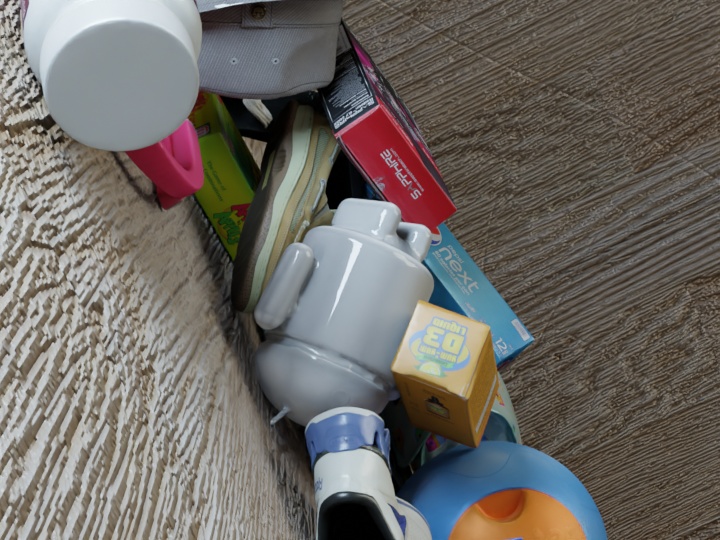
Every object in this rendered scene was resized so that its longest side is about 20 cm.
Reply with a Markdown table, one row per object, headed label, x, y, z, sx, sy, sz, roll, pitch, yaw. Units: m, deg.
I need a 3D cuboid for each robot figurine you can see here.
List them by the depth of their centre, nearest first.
| label | x | y | z | sx | sy | sz | roll | pitch | yaw |
| --- | --- | --- | --- | --- | --- | --- | --- | --- | --- |
| robot figurine | -0.013 | 0.043 | 1.377 | 0.169 | 0.200 | 0.113 | 33 | -16 | -36 |

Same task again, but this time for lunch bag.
| label | x | y | z | sx | sy | sz | roll | pitch | yaw |
| --- | --- | --- | --- | --- | --- | --- | --- | --- | --- |
| lunch bag | 0.079 | 0.122 | 1.644 | 0.200 | 0.122 | 0.171 | 67 | 3 | -50 |

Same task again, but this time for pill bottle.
| label | x | y | z | sx | sy | sz | roll | pitch | yaw |
| --- | --- | --- | --- | --- | --- | --- | --- | --- | --- |
| pill bottle | -0.164 | -0.172 | 1.124 | 0.200 | 0.114 | 0.114 | -108 | 171 | -50 |

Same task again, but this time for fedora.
| label | x | y | z | sx | sy | sz | roll | pitch | yaw |
| --- | --- | --- | --- | --- | --- | --- | --- | --- | --- |
| fedora | -0.086 | -0.188 | 1.415 | 0.177 | 0.199 | 0.091 | -162 | -112 | -65 |

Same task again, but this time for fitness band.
| label | x | y | z | sx | sy | sz | roll | pitch | yaw |
| --- | --- | --- | --- | --- | --- | --- | --- | --- | --- |
| fitness band | -0.168 | -0.130 | 1.315 | 0.200 | 0.037 | 0.144 | -108 | 171 | -59 |

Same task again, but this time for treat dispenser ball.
| label | x | y | z | sx | sy | sz | roll | pitch | yaw |
| --- | --- | --- | --- | --- | --- | --- | --- | --- | --- |
| treat dispenser ball | 0.116 | 0.250 | 1.499 | 0.201 | 0.200 | 0.201 | -25 | 90 | -84 |

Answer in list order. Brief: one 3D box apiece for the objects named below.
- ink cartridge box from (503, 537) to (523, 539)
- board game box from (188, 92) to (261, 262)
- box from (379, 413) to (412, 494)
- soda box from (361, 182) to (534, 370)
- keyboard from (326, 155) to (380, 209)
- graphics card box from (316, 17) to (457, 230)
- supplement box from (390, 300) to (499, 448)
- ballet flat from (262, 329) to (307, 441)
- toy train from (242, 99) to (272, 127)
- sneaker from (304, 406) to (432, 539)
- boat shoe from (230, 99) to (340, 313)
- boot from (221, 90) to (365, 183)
| label | x | y | z | sx | sy | sz | roll | pitch | yaw |
| --- | --- | --- | --- | --- | --- | --- | --- | --- | --- |
| ink cartridge box | 0.116 | 0.313 | 1.334 | 0.076 | 0.136 | 0.201 | 59 | 24 | -72 |
| board game box | -0.106 | -0.058 | 1.531 | 0.102 | 0.048 | 0.200 | -107 | 170 | -57 |
| box | 0.001 | 0.149 | 1.648 | 0.200 | 0.046 | 0.159 | -104 | 168 | -60 |
| soda box | 0.060 | 0.010 | 1.539 | 0.200 | 0.068 | 0.064 | 53 | 37 | 10 |
| keyboard | 0.000 | 0.000 | 1.508 | 0.104 | 0.040 | 0.201 | -11 | -97 | 55 |
| graphics card box | 0.013 | -0.125 | 1.482 | 0.126 | 0.051 | 0.200 | 51 | 9 | -29 |
| supplement box | 0.072 | 0.088 | 1.396 | 0.200 | 0.066 | 0.069 | 67 | 44 | -74 |
| ballet flat | -0.027 | 0.105 | 1.475 | 0.200 | 0.065 | 0.071 | 67 | 10 | 21 |
| toy train | -0.162 | -0.203 | 1.565 | 0.200 | 0.056 | 0.150 | 46 | 16 | -47 |
| sneaker | 0.002 | 0.210 | 1.313 | 0.115 | 0.080 | 0.200 | -89 | 164 | -45 |
| boat shoe | -0.051 | -0.048 | 1.441 | 0.072 | 0.076 | 0.201 | -36 | -145 | 60 |
| boot | -0.055 | -0.124 | 1.694 | 0.200 | 0.077 | 0.168 | 23 | -13 | 41 |
